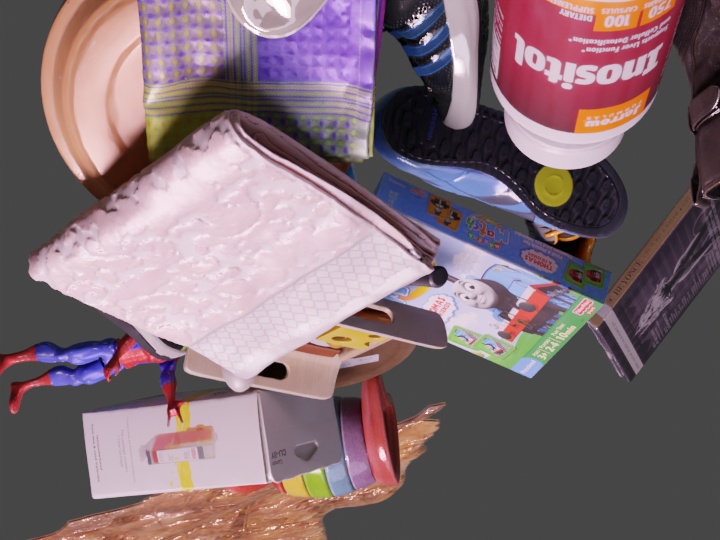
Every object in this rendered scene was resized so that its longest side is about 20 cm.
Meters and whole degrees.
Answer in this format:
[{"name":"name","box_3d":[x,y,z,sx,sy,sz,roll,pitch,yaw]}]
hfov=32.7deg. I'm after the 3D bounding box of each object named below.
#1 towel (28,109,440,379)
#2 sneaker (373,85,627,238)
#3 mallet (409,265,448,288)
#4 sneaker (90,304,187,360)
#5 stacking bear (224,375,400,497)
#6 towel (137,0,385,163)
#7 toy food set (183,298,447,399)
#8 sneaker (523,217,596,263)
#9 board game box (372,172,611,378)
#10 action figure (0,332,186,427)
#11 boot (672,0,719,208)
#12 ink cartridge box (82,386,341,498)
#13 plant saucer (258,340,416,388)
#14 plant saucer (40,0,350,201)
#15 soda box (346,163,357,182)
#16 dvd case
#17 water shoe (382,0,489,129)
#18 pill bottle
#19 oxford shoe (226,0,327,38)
[{"name":"towel","box_3d":[-0.079,-0.007,0.778,0.199,0.033,0.190,-30,136,33]},{"name":"sneaker","box_3d":[0.097,-0.079,0.883,0.197,0.067,0.078,21,177,-11]},{"name":"mallet","box_3d":[0.000,0.000,0.965,0.198,0.042,0.065,0,-165,43]},{"name":"sneaker","box_3d":[-0.159,0.012,0.984,0.082,0.072,0.200,-31,157,4]},{"name":"stacking bear","box_3d":[-0.063,0.189,1.314,0.197,0.115,0.122,-10,152,7]},{"name":"towel","box_3d":[-0.055,-0.148,0.679,0.141,0.023,0.203,2,123,-5]},{"name":"toy food set","box_3d":[-0.040,0.063,0.972,0.142,0.061,0.199,14,158,-26]},{"name":"sneaker","box_3d":[0.158,-0.063,0.961,0.077,0.078,0.200,-14,150,9]},{"name":"board game box","box_3d":[0.084,0.009,1.013,0.198,0.037,0.152,24,149,-4]},{"name":"action figure","box_3d":[-0.226,0.095,1.083,0.197,0.100,0.066,-17,131,5]},{"name":"boot","box_3d":[0.261,-0.149,0.736,0.068,0.176,0.200,10,145,-35]},{"name":"ink cartridge box","box_3d":[-0.136,0.154,1.151,0.197,0.085,0.145,-9,178,26]},{"name":"plant saucer","box_3d":[-0.028,0.068,1.184,0.197,0.030,0.201,-10,152,-5]},{"name":"plant saucer","box_3d":[-0.095,-0.102,0.744,0.197,0.032,0.203,0,123,0]},{"name":"soda box","box_3d":[-0.039,-0.079,0.870,0.067,0.065,0.201,-11,152,1]},{"name":"dvd case","box_3d":[0.272,-0.008,1.049,0.201,0.016,0.149,-52,149,-4]},{"name":"water shoe","box_3d":[0.037,-0.166,0.754,0.078,0.072,0.201,4,147,10]},{"name":"pill bottle","box_3d":[0.137,-0.152,0.751,0.111,0.114,0.201,-10,152,-2]},{"name":"oxford shoe","box_3d":[-0.015,-0.200,0.600,0.074,0.058,0.201,21,121,-19]}]
